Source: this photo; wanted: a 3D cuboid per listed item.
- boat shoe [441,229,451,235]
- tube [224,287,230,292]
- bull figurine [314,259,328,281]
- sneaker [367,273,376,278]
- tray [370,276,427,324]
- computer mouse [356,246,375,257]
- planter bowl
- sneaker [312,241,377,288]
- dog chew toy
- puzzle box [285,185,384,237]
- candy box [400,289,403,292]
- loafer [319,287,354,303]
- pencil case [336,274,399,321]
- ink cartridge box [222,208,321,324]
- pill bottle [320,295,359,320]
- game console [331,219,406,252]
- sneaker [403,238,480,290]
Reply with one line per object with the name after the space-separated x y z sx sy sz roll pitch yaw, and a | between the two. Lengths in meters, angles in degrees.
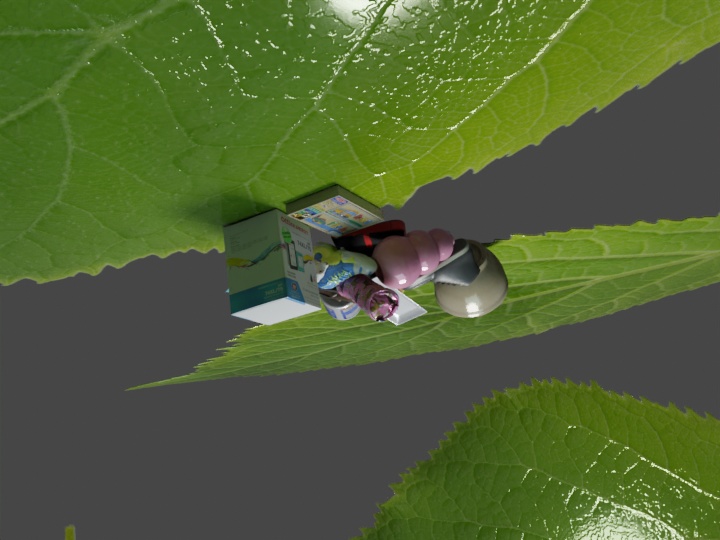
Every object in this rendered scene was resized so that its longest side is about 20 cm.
0.174 -0.040 1.774 0.072 0.069 0.200 4 158 -35 | boat shoe
-0.271 0.055 1.914 0.199 0.051 0.077 7 150 -28 | tube
-0.169 -0.013 1.609 0.199 0.122 0.065 -18 161 28 | bull figurine
0.059 -0.001 1.844 0.199 0.076 0.088 -4 156 -13 | sneaker
0.072 0.074 1.770 0.107 0.022 0.200 -28 132 34 | tray
0.000 0.000 1.723 0.199 0.046 0.141 -9 150 2 | computer mouse
0.283 0.004 1.810 0.199 0.201 0.135 -12 135 10 | planter bowl
-0.043 0.003 1.598 0.076 0.105 0.200 9 -172 -43 | sneaker
0.129 -0.038 1.598 0.199 0.125 0.125 -22 166 -14 | dog chew toy
-0.050 -0.123 1.478 0.133 0.026 0.200 -18 160 27 | puzzle box
0.065 0.063 2.072 0.116 0.057 0.200 -7 164 -8 | candy box
-0.067 0.054 1.835 0.199 0.073 0.071 14 134 32 | loafer
0.013 0.053 1.606 0.083 0.087 0.200 -20 -157 -20 | pencil case
-0.193 -0.004 1.494 0.146 0.201 0.147 -17 161 22 | ink cartridge box
-0.053 0.080 1.975 0.112 0.113 0.200 -9 163 2 | pill bottle
0.027 -0.071 1.685 0.176 0.031 0.200 -7 162 5 | game console
0.195 0.016 1.678 0.199 0.075 0.106 -29 119 7 | sneaker
